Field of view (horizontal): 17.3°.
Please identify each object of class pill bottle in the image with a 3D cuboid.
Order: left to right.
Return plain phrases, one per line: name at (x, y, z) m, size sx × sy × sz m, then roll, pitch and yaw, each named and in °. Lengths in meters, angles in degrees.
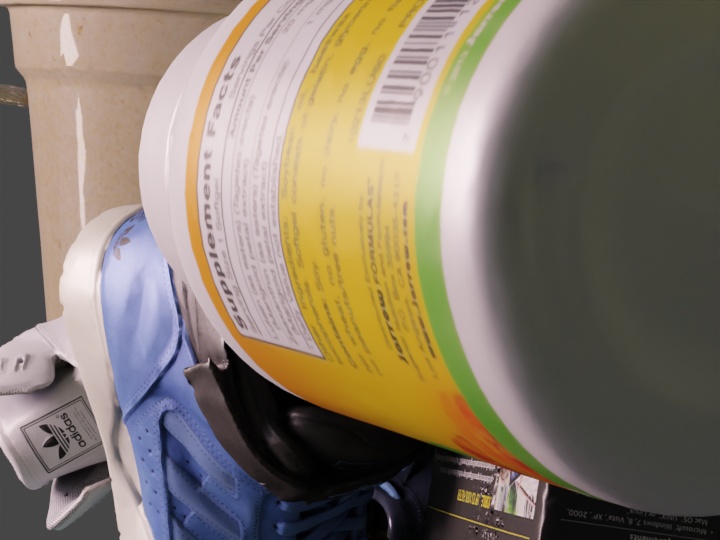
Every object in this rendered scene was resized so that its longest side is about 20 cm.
pill bottle at (0.025, -0.018, 0.517) m, size 0.200 × 0.111 × 0.112 m, roll 12°, pitch 91°, yaw 63°

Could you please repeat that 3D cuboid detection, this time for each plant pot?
plant pot at (-0.076, -0.034, 1.119) m, size 0.200 × 0.199 × 0.185 m, roll -143°, pitch 56°, yaw -84°

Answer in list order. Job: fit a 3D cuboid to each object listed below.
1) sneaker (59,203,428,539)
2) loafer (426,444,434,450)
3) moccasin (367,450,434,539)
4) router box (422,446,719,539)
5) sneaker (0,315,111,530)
sneaker at (-0.018, 0.072, 0.730) m, size 0.111 × 0.077 × 0.201 m, roll -4°, pitch 105°, yaw 49°
loafer at (0.030, 0.077, 0.935) m, size 0.072 × 0.063 × 0.201 m, roll 32°, pitch 120°, yaw 44°
moccasin at (-0.015, 0.091, 0.877) m, size 0.200 × 0.068 × 0.081 m, roll -22°, pitch 66°, yaw 55°
router box at (0.049, 0.101, 0.651) m, size 0.200 × 0.051 × 0.150 m, roll 156°, pitch 123°, yaw -83°
sneaker at (-0.069, 0.047, 0.851) m, size 0.075 × 0.115 × 0.200 m, roll 63°, pitch 164°, yaw -17°
